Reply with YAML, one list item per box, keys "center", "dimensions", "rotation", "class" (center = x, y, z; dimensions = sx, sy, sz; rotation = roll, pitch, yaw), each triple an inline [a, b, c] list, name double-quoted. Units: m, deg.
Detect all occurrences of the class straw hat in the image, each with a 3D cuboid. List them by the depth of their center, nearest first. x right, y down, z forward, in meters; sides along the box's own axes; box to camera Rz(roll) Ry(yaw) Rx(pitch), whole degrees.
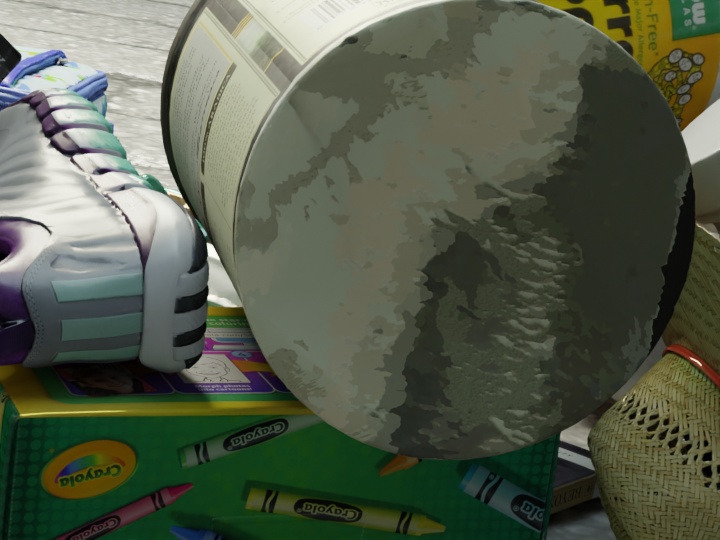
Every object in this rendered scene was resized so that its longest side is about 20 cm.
- center: [0.131, 0.077, 0.727]
  dimensions: [0.085, 0.201, 0.201]
  rotation: [-38, 28, -9]
  class: "straw hat"

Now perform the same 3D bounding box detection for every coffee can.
- center: [0.013, -0.037, 0.687]
  dimensions: [0.146, 0.147, 0.200]
  rotation: [5, 15, -13]
  class: "coffee can"

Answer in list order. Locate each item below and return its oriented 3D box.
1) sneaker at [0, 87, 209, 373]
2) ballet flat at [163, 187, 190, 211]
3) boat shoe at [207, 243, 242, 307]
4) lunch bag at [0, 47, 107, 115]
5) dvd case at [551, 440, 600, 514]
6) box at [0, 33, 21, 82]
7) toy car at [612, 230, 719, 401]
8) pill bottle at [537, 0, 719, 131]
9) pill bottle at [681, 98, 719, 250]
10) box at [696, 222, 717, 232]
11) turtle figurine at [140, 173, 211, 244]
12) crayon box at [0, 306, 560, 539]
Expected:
- center: [-0.126, -0.018, 0.702]
  dimensions: [0.087, 0.075, 0.200]
  rotation: [-6, 19, -26]
  class: "sneaker"
- center: [-0.077, 0.007, 0.966]
  dimensions: [0.199, 0.068, 0.072]
  rotation: [17, 35, 16]
  class: "ballet flat"
- center: [-0.113, 0.028, 0.837]
  dimensions: [0.200, 0.071, 0.069]
  rotation: [6, 29, 33]
  class: "boat shoe"
- center: [-0.228, -0.087, 1.131]
  dimensions: [0.160, 0.083, 0.200]
  rotation: [9, 11, 1]
  class: "lunch bag"
- center: [-0.010, 0.079, 0.790]
  dimensions: [0.148, 0.016, 0.200]
  rotation: [18, 18, 36]
  class: "dvd case"
- center: [-0.245, -0.054, 0.870]
  dimensions: [0.200, 0.143, 0.036]
  rotation: [10, -30, 51]
  class: "box"
- center: [0.183, 0.019, 0.929]
  dimensions: [0.200, 0.185, 0.177]
  rotation: [-16, -3, 37]
  class: "toy car"
- center: [0.098, -0.109, 0.871]
  dimensions: [0.199, 0.113, 0.113]
  rotation: [-11, 21, -23]
  class: "pill bottle"
- center: [0.205, 0.015, 0.751]
  dimensions: [0.200, 0.112, 0.112]
  rotation: [52, 12, -8]
  class: "pill bottle"
- center: [0.152, -0.051, 1.034]
  dimensions: [0.095, 0.078, 0.200]
  rotation: [49, -5, 19]
  class: "box"
- center: [0.000, 0.000, 0.878]
  dimensions: [0.200, 0.101, 0.150]
  rotation: [27, 40, 11]
  class: "turtle figurine"
- center: [-0.043, 0.056, 0.711]
  dimensions: [0.199, 0.058, 0.119]
  rotation: [1, 16, -23]
  class: "crayon box"
